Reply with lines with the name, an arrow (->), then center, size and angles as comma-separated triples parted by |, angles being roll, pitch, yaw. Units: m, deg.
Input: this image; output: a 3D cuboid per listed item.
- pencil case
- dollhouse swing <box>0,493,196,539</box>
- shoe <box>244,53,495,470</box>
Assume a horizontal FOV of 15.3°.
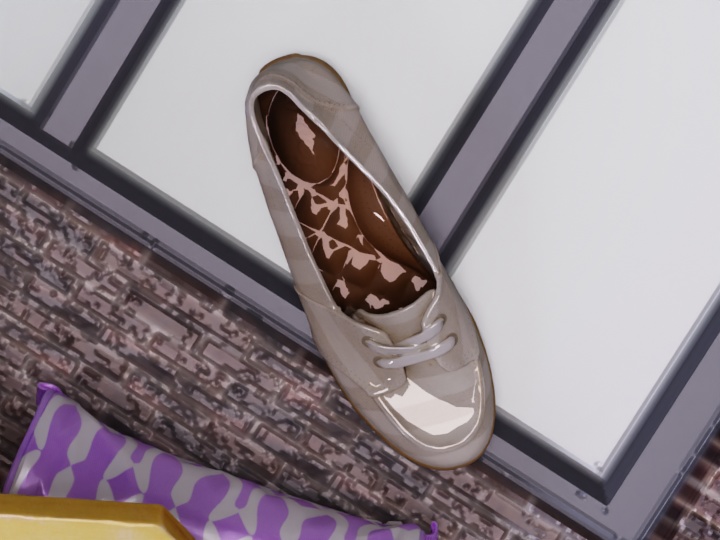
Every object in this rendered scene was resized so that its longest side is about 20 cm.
pencil case -> -0.063, 0.118, 1.186 | 0.199, 0.084, 0.086 | 20, 61, -1
dollhouse swing -> -0.171, 0.137, 1.156 | 0.175, 0.182, 0.201 | -3, 119, -17
shoe -> 0.000, 0.000, 1.182 | 0.070, 0.053, 0.201 | -26, 94, 6
